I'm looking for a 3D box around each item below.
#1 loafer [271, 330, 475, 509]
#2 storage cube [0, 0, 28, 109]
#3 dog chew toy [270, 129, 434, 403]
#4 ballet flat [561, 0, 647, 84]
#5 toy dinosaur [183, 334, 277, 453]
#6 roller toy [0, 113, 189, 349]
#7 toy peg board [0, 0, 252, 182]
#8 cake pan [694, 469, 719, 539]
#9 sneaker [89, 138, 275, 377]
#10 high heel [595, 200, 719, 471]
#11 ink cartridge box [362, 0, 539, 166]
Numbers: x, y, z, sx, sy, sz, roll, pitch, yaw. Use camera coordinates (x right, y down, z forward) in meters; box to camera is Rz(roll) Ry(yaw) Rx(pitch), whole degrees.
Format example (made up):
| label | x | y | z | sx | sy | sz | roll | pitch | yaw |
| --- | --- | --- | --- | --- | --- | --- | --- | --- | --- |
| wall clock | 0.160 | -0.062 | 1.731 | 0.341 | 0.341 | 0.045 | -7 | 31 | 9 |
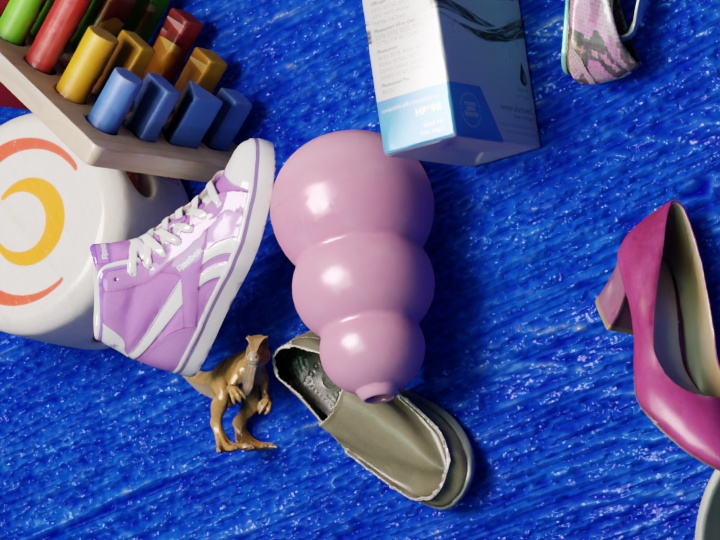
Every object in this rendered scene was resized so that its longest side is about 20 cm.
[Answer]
| label | x | y | z | sx | sy | sz | roll | pitch | yaw |
| --- | --- | --- | --- | --- | --- | --- | --- | --- | --- |
| loafer | 0.003 | 0.114 | 1.749 | 0.200 | 0.069 | 0.075 | 36 | 109 | 33 |
| storage cube | -0.313 | -0.257 | 1.938 | 0.200 | 0.179 | 0.171 | -42 | 65 | 29 |
| dog chew toy | 0.000 | 0.000 | 1.713 | 0.124 | 0.124 | 0.201 | -22 | 66 | 34 |
| ballet flat | 0.175 | -0.234 | 1.645 | 0.071 | 0.069 | 0.201 | -4 | 89 | 19 |
| toy dinosaur | -0.105 | 0.093 | 1.844 | 0.200 | 0.060 | 0.107 | -19 | 77 | 59 |
| roller toy | -0.234 | -0.030 | 1.892 | 0.199 | 0.140 | 0.184 | 4 | 83 | 30 |
| toy peg board | -0.184 | -0.168 | 1.823 | 0.199 | 0.200 | 0.098 | 42 | 111 | 31 |
| cake pan | 0.317 | 0.189 | 1.528 | 0.199 | 0.037 | 0.202 | -2 | 87 | 37 |
| sneaker | -0.143 | -0.021 | 1.767 | 0.201 | 0.114 | 0.073 | -65 | 16 | 13 |
| high heel | 0.224 | 0.044 | 1.563 | 0.096 | 0.067 | 0.200 | -61 | 41 | 29 |
| ink cartridge box | 0.061 | -0.184 | 1.690 | 0.066 | 0.116 | 0.201 | -14 | 80 | 36 |
